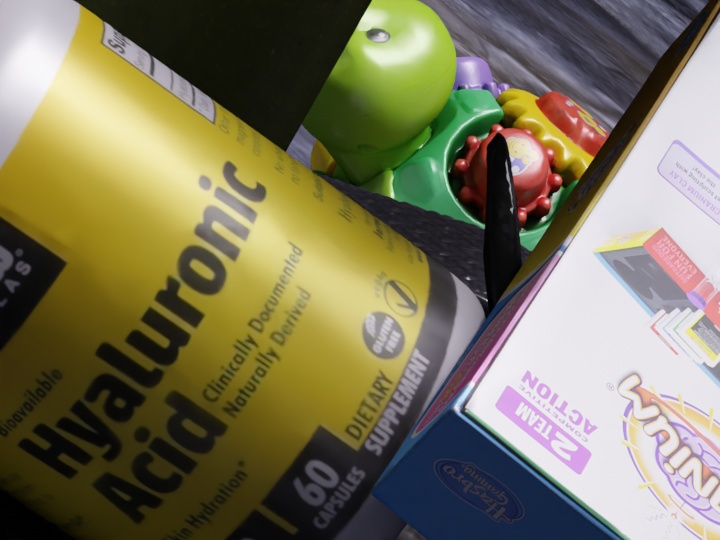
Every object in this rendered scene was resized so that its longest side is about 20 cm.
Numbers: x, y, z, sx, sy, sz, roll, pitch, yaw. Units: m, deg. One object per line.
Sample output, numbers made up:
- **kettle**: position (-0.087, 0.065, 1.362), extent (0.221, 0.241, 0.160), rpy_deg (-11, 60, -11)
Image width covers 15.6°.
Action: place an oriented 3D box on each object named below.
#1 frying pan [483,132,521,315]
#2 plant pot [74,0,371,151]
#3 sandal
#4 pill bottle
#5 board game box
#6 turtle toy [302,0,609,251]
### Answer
- **frying pan**: position (0.045, 0.072, 0.682), extent (0.031, 0.115, 0.190), rpy_deg (2, 52, 2)
- **plant pot**: position (-0.069, -0.104, 0.814), extent (0.200, 0.190, 0.200), rpy_deg (37, 14, -11)
- **sandal**: position (0.000, 0.000, 0.950), extent (0.200, 0.045, 0.075), rpy_deg (22, 18, 6)
- **pill bottle**: position (-0.076, -0.003, 0.651), extent (0.200, 0.111, 0.111), rpy_deg (35, 15, -16)
- **board game box**: position (0.110, 0.032, 0.658), extent (0.153, 0.040, 0.200), rpy_deg (39, 44, -2)
- **turtle toy**: position (0.042, -0.035, 1.053), extent (0.200, 0.101, 0.146), rpy_deg (31, 17, -30)
